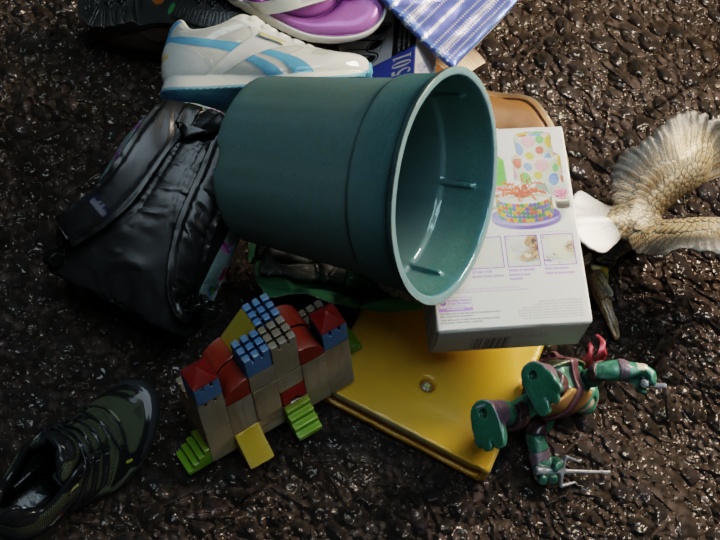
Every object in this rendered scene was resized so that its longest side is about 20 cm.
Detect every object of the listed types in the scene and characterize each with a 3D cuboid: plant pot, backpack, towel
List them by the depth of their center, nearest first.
[{"bbox_3d":[-0.009,-0.085,1.394,0.195,0.201,0.201,10,56,29],"label":"plant pot"},{"bbox_3d":[-0.178,-0.057,1.470,0.166,0.127,0.201,26,86,-7],"label":"backpack"},{"bbox_3d":[0.057,-0.305,1.578,0.200,0.024,0.145,45,51,-2],"label":"towel"}]

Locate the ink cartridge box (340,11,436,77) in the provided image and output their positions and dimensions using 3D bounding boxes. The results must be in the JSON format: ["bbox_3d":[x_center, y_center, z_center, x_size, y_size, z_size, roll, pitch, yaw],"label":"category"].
[{"bbox_3d":[0.025,-0.189,1.576,0.044,0.093,0.201,54,23,-28],"label":"ink cartridge box"}]

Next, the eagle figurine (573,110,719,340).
[{"bbox_3d":[0.300,-0.054,1.588,0.152,0.199,0.151,56,17,-18],"label":"eagle figurine"}]

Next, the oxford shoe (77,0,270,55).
[{"bbox_3d":[-0.172,-0.252,1.593,0.198,0.085,0.073,3,69,15],"label":"oxford shoe"}]

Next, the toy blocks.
[{"bbox_3d":[-0.085,0.082,1.416,0.199,0.137,0.100,-29,59,-15],"label":"toy blocks"}]

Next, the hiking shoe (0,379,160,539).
[{"bbox_3d":[-0.241,0.162,1.377,0.076,0.101,0.200,40,62,8],"label":"hiking shoe"}]

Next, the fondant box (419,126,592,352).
[{"bbox_3d":[0.125,-0.030,1.484,0.143,0.058,0.202,-3,68,-7],"label":"fondant box"}]

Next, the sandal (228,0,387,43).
[{"bbox_3d":[-0.072,-0.272,1.529,0.201,0.050,0.083,16,73,-4],"label":"sandal"}]

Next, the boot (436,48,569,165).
[{"bbox_3d":[0.100,-0.134,1.621,0.155,0.077,0.200,-37,79,-24],"label":"boot"}]

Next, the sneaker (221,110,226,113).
[{"bbox_3d":[-0.125,-0.150,1.565,0.070,0.094,0.201,23,61,-1],"label":"sneaker"}]

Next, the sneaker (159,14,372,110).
[{"bbox_3d":[-0.087,-0.196,1.501,0.198,0.077,0.082,0,73,-3],"label":"sneaker"}]

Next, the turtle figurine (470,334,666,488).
[{"bbox_3d":[0.189,0.126,1.490,0.101,0.150,0.199,44,21,31],"label":"turtle figurine"}]

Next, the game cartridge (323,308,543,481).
[{"bbox_3d":[0.078,0.077,1.538,0.175,0.032,0.201,27,59,2],"label":"game cartridge"}]

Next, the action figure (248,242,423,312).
[{"bbox_3d":[0.000,0.000,1.503,0.198,0.055,0.118,9,31,-17],"label":"action figure"}]

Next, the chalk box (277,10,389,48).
[{"bbox_3d":[-0.040,-0.309,1.644,0.199,0.125,0.125,-20,75,-23],"label":"chalk box"}]
